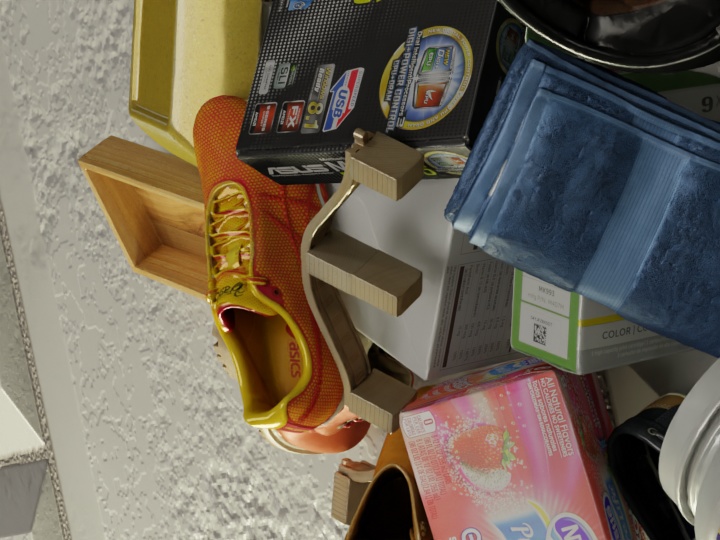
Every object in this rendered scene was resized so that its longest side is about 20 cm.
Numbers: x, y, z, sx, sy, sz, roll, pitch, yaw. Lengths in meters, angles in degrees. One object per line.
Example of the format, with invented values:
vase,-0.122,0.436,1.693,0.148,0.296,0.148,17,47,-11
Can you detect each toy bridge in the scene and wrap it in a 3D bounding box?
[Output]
toy bridge,0.049,0.150,1.572,0.200,0.027,0.067,24,114,49
toy bridge,0.000,0.000,1.378,0.067,0.027,0.200,27,140,25

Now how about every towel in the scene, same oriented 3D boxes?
towel,0.149,-0.027,1.271,0.199,0.049,0.112,24,108,-1

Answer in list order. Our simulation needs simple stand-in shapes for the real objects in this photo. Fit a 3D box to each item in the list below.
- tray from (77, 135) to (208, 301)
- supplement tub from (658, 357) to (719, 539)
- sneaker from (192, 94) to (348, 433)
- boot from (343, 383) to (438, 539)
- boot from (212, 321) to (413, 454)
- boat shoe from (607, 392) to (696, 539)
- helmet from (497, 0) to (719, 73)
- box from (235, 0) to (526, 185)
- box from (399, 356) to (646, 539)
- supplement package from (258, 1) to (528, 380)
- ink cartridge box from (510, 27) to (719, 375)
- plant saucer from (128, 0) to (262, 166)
tray,-0.107,-0.026,1.716,0.200,0.037,0.099,21,142,51
supplement tub,0.250,0.127,1.206,0.200,0.145,0.146,46,132,37
sneaker,-0.056,-0.008,1.446,0.073,0.077,0.201,-25,76,29
boot,0.031,0.132,1.446,0.144,0.071,0.202,73,-158,-62
boot,-0.012,0.073,1.567,0.107,0.200,0.075,15,72,21
boat shoe,0.193,0.158,1.363,0.075,0.062,0.200,-48,61,45
helmet,0.135,-0.196,1.247,0.199,0.191,0.201,3,111,8
box,0.025,-0.147,1.389,0.160,0.044,0.201,0,69,39
box,0.101,0.152,1.402,0.094,0.103,0.201,-16,92,17
supplement package,0.031,-0.057,1.488,0.200,0.111,0.156,35,125,43
ink cartridge box,0.139,-0.054,1.348,0.059,0.104,0.201,19,113,50
plant saucer,-0.105,-0.159,1.571,0.200,0.048,0.201,-154,66,-72
